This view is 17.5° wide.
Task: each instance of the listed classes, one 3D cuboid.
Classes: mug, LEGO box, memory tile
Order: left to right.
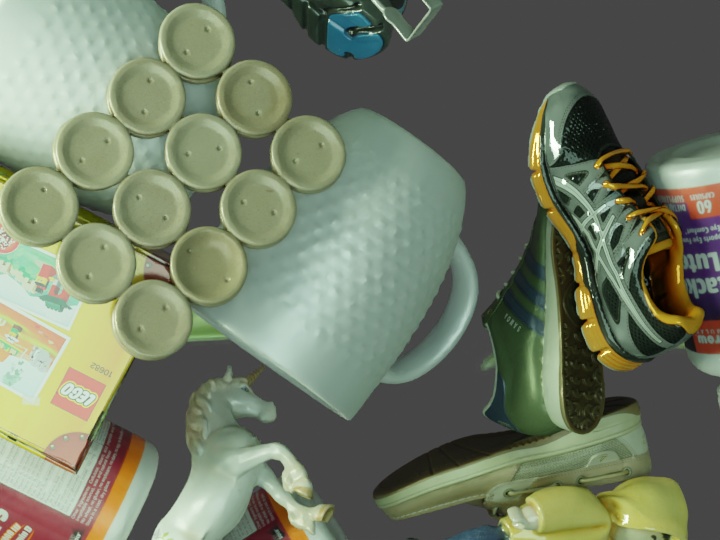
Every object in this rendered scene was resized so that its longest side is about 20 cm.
[{"bbox_3d":[-0.235,0.016,1.493,0.200,0.077,0.149,28,93,-9],"label":"LEGO box"},{"bbox_3d":[-0.165,-0.139,1.555,0.175,0.148,0.200,35,65,-14],"label":"mug"},{"bbox_3d":[-0.116,-0.056,1.468,0.153,0.017,0.200,44,72,-5],"label":"memory tile"},{"bbox_3d":[0.000,0.000,1.586,0.200,0.148,0.175,39,84,-37],"label":"mug"}]

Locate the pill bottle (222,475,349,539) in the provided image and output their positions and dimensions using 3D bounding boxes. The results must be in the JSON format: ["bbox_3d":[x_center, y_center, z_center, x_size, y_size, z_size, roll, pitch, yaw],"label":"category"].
[{"bbox_3d":[-0.100,0.237,1.634,0.200,0.110,0.110,-33,101,1],"label":"pill bottle"}]

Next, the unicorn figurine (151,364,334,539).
[{"bbox_3d":[-0.085,0.150,1.567,0.137,0.074,0.200,26,70,32],"label":"unicorn figurine"}]

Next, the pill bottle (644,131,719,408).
[{"bbox_3d":[0.271,0.008,1.624,0.111,0.111,0.200,-15,101,-2],"label":"pill bottle"}]

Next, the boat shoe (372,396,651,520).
[{"bbox_3d":[0.109,0.148,1.657,0.200,0.072,0.065,-17,100,-7],"label":"boat shoe"}]

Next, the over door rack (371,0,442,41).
[{"bbox_3d":[0.009,-0.226,1.518,0.200,0.148,0.067,40,135,19],"label":"over door rack"}]

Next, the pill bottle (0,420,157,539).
[{"bbox_3d":[-0.248,0.126,1.593,0.200,0.110,0.110,27,97,-9],"label":"pill bottle"}]

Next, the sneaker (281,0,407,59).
[{"bbox_3d":[-0.055,-0.226,1.579,0.200,0.073,0.082,38,52,-12],"label":"sneaker"}]

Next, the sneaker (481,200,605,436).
[{"bbox_3d":[0.121,0.018,1.634,0.067,0.090,0.200,16,71,-45],"label":"sneaker"}]

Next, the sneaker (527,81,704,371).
[{"bbox_3d":[0.177,-0.034,1.580,0.078,0.077,0.200,-23,95,-43],"label":"sneaker"}]

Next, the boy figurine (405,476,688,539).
[{"bbox_3d":[0.133,0.196,1.632,0.200,0.064,0.124,-14,142,-8],"label":"boy figurine"}]
